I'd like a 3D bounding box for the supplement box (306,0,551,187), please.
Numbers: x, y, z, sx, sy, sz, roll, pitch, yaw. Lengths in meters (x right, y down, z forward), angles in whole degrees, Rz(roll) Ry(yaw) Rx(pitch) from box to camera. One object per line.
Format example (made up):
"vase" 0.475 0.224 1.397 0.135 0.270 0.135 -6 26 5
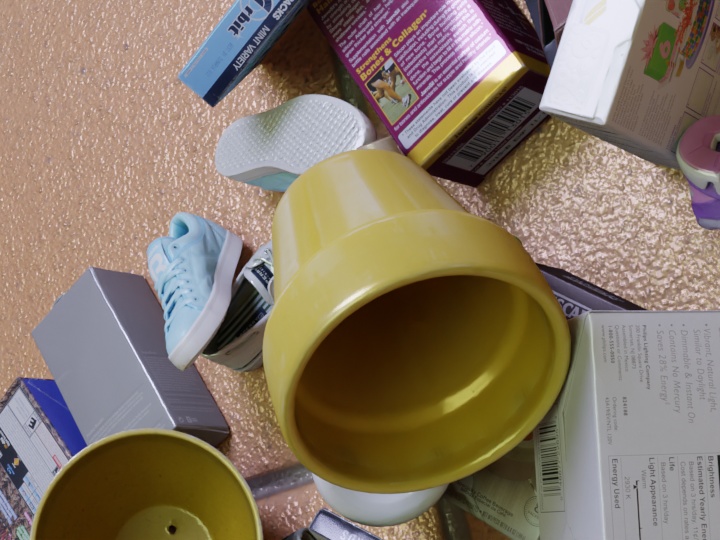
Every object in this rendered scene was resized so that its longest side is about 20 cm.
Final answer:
"supplement box" 0.067 -0.190 1.208 0.131 0.103 0.200 -43 63 24

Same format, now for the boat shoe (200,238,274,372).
"boat shoe" -0.075 0.013 1.298 0.074 0.067 0.200 41 106 31

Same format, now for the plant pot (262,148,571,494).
"plant pot" 0.021 0.019 0.987 0.201 0.200 0.189 -47 37 20

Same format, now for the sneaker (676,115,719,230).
"sneaker" 0.329 -0.053 1.034 0.199 0.089 0.081 10 48 16

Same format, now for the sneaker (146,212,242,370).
"sneaker" -0.164 0.015 1.286 0.074 0.082 0.200 -54 16 25

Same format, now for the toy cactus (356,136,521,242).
"toy cactus" 0.029 -0.022 1.145 0.200 0.102 0.166 -13 99 45

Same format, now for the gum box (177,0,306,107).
"gum box" -0.074 -0.241 1.261 0.045 0.200 0.170 40 110 -6

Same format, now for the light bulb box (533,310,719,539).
"light bulb box" 0.233 0.131 0.979 0.125 0.199 0.199 143 127 -74

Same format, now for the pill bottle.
"pill bottle" 0.008 0.120 1.147 0.111 0.200 0.113 -1 103 -6

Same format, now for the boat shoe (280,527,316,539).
"boat shoe" -0.033 0.320 1.225 0.064 0.071 0.201 -37 63 26

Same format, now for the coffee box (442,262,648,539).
"coffee box" 0.148 0.106 1.126 0.114 0.080 0.201 26 98 34

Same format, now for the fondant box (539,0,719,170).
"fondant box" 0.220 -0.160 1.041 0.058 0.200 0.145 20 94 34

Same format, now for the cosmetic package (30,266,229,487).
"cosmetic package" -0.227 0.105 1.379 0.107 0.090 0.200 -43 60 22

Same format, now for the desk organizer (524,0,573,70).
"desk organizer" 0.149 -0.236 1.140 0.077 0.072 0.201 -38 44 28

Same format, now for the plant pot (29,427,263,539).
"plant pot" -0.184 0.252 1.276 0.199 0.142 0.201 0 74 -1

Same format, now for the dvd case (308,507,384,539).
"dvd case" 0.057 0.261 1.102 0.150 0.200 0.025 21 67 35

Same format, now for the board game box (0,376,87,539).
"board game box" -0.322 0.233 1.417 0.200 0.097 0.160 -51 60 18

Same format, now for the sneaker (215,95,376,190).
"sneaker" -0.041 -0.109 1.263 0.200 0.082 0.074 4 81 50
